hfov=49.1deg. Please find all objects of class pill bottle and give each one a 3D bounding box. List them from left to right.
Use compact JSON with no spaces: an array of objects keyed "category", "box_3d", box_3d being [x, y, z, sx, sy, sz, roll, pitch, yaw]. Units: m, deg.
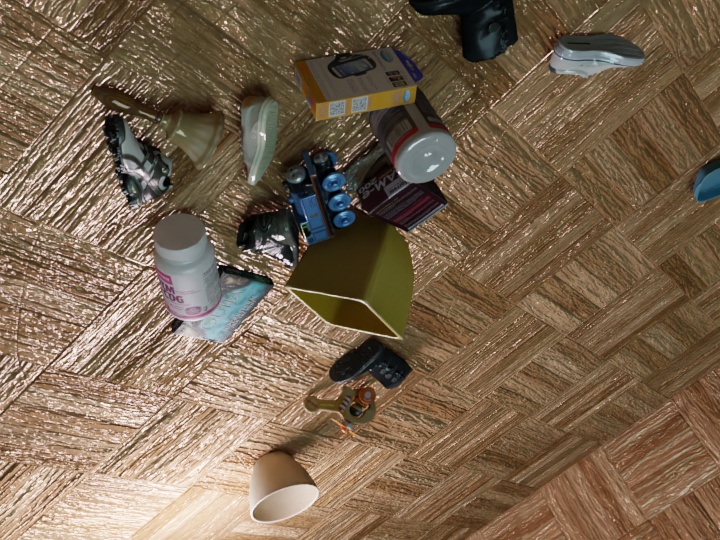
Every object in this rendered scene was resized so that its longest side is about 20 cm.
[{"category":"pill bottle","box_3d":[-0.329,-0.006,1.494,0.113,0.114,0.200,-15,141,-14]},{"category":"pill bottle","box_3d":[0.078,-0.255,1.367,0.110,0.200,0.111,-16,142,-13]}]

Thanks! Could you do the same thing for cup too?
[{"category":"cup","box_3d":[-0.236,0.605,2.251,0.200,0.143,0.201,-17,142,-14]}]

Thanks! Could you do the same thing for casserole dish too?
[{"category":"casserole dish","box_3d":[0.936,-0.246,2.024,0.199,0.039,0.121,-21,142,-9]}]

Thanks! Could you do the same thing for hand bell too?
[{"category":"hand bell","box_3d":[-0.329,-0.246,1.254,0.200,0.104,0.104,21,124,-29]}]

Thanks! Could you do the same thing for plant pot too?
[{"category":"plant pot","box_3d":[0.000,0.000,1.614,0.195,0.201,0.194,8,157,32]}]

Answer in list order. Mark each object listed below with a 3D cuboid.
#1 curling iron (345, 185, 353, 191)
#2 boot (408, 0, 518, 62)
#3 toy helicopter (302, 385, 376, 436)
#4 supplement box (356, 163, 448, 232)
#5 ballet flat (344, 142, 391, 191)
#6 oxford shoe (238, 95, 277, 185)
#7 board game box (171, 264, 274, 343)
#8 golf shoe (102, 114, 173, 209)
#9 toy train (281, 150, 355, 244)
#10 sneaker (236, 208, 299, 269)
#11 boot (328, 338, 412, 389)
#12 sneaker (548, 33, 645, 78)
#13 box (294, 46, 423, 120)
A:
[{"category":"curling iron","box_3d":[0.067,-0.181,1.592,0.199,0.026,0.050,-13,139,-17]},{"category":"boot","box_3d":[0.180,-0.422,1.331,0.200,0.076,0.168,-25,140,-12]},{"category":"toy helicopter","box_3d":[-0.056,0.375,2.114,0.199,0.133,0.079,6,168,-13]},{"category":"supplement box","box_3d":[0.085,-0.143,1.544,0.109,0.061,0.200,-35,160,16]},{"category":"ballet flat","box_3d":[0.058,-0.217,1.515,0.200,0.072,0.072,-40,141,16]},{"category":"oxford shoe","box_3d":[-0.183,-0.229,1.369,0.058,0.075,0.200,22,144,5]},{"category":"board game box","box_3d":[-0.295,0.075,1.681,0.135,0.028,0.200,16,126,-43]},{"category":"golf shoe","box_3d":[-0.362,-0.189,1.296,0.094,0.078,0.200,-20,153,-15]},{"category":"toy train","box_3d":[-0.080,-0.140,1.507,0.114,0.087,0.200,-20,143,-3]},{"category":"sneaker","box_3d":[-0.179,-0.059,1.561,0.114,0.076,0.200,-3,159,5]},{"category":"boot","box_3d":[0.030,0.267,2.082,0.165,0.066,0.200,-33,147,11]},{"category":"sneaker","box_3d":[0.452,-0.411,1.524,0.199,0.073,0.071,0,146,-18]},{"category":"box","box_3d":[0.001,-0.316,1.317,0.199,0.119,0.042,-12,141,-18]}]
